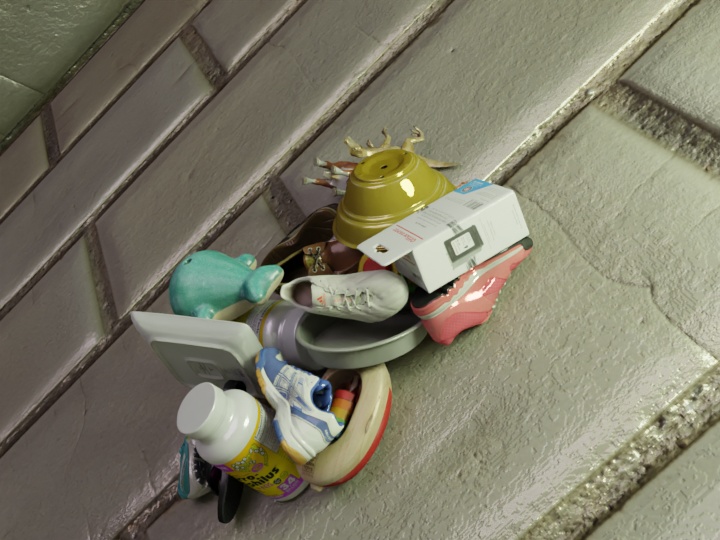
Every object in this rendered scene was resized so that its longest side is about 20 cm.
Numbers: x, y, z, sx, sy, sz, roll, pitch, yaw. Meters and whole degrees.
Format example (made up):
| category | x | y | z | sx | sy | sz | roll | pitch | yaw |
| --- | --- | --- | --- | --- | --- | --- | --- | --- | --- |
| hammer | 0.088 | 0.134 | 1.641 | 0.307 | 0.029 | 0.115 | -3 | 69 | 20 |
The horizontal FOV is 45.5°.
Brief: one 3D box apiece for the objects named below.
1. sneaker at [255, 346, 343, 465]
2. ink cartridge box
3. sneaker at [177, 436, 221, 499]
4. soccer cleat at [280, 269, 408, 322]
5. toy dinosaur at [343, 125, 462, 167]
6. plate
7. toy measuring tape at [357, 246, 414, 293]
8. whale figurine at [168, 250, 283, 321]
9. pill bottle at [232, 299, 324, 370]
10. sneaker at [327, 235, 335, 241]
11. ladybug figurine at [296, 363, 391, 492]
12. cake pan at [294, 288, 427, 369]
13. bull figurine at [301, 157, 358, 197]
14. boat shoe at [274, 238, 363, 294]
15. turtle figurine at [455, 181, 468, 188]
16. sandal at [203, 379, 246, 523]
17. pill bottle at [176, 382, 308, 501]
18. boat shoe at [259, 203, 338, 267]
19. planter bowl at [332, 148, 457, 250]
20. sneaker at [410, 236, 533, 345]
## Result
| category | x | y | z | sx | sy | sz | roll | pitch | yaw |
| --- | --- | --- | --- | --- | --- | --- | --- | --- | --- |
| sneaker | -0.079 | 0.167 | 1.150 | 0.088 | 0.075 | 0.201 | -33 | 44 | 3 |
| ink cartridge box | 0.106 | -0.040 | 1.136 | 0.198 | 0.067 | 0.116 | -30 | 22 | -10 |
| sneaker | -0.258 | 0.264 | 1.355 | 0.079 | 0.077 | 0.202 | -38 | 35 | 33 |
| soccer cleat | -0.024 | 0.035 | 1.163 | 0.198 | 0.077 | 0.070 | -3 | 85 | 42 |
| toy dinosaur | 0.073 | -0.189 | 1.408 | 0.197 | 0.059 | 0.102 | 11 | 39 | 9 |
| plate | -0.225 | 0.135 | 1.277 | 0.197 | 0.201 | 0.033 | 5 | 54 | 20 |
| toy measuring tape | 0.000 | 0.000 | 1.241 | 0.197 | 0.074 | 0.074 | -2 | 55 | 26 |
| whale figurine | -0.211 | 0.019 | 1.305 | 0.198 | 0.104 | 0.160 | -9 | 35 | 41 |
| pill bottle | -0.134 | 0.103 | 1.329 | 0.198 | 0.114 | 0.115 | -2 | 57 | 43 |
| sneaker | -0.007 | -0.032 | 1.363 | 0.201 | 0.078 | 0.100 | -50 | 44 | 11 |
| ladybug figurine | -0.017 | 0.205 | 1.159 | 0.135 | 0.072 | 0.202 | 4 | 61 | 48 |
| cake pan | 0.008 | 0.079 | 1.194 | 0.197 | 0.037 | 0.201 | -12 | 20 | 4 |
| bull figurine | -0.010 | -0.148 | 1.434 | 0.199 | 0.120 | 0.066 | 19 | 100 | 58 |
| boat shoe | -0.060 | -0.005 | 1.302 | 0.198 | 0.068 | 0.073 | -27 | 66 | 30 |
| turtle figurine | 0.095 | -0.047 | 1.267 | 0.160 | 0.064 | 0.202 | -19 | 47 | 33 |
| sandal | -0.197 | 0.262 | 1.251 | 0.047 | 0.075 | 0.204 | 0 | 82 | 15 |
| pill bottle | -0.155 | 0.231 | 1.170 | 0.103 | 0.200 | 0.105 | -26 | 42 | 27 |
| boat shoe | -0.095 | -0.040 | 1.457 | 0.199 | 0.073 | 0.065 | -38 | 5 | 31 |
| planter bowl | 0.043 | -0.120 | 1.253 | 0.197 | 0.084 | 0.201 | -12 | 33 | 8 |
| sneaker | 0.155 | 0.024 | 1.148 | 0.199 | 0.088 | 0.074 | -34 | 24 | -19 |
